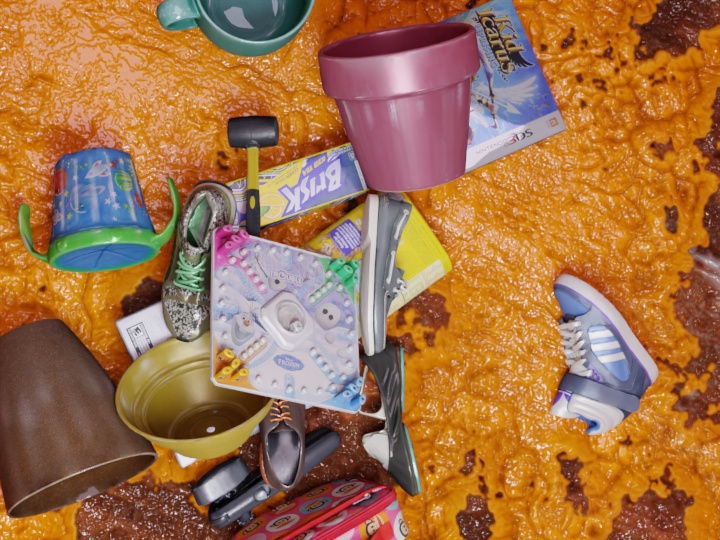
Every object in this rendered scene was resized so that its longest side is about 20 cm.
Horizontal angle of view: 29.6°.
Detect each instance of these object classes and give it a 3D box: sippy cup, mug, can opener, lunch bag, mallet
[{"bbox_3d":[-0.321,-0.077,1.674,0.177,0.140,0.131,-1,76,-30],"label":"sippy cup"},{"bbox_3d":[-0.155,-0.352,1.727,0.185,0.114,0.152,15,84,-9],"label":"mug"},{"bbox_3d":[-0.111,0.258,1.720,0.200,0.063,0.079,-27,115,-14],"label":"can opener"},{"bbox_3d":[-0.045,0.329,1.656,0.200,0.176,0.082,-25,103,-27],"label":"lunch bag"},{"bbox_3d":[-0.123,-0.105,1.683,0.066,0.041,0.200,-9,64,-2],"label":"mallet"}]

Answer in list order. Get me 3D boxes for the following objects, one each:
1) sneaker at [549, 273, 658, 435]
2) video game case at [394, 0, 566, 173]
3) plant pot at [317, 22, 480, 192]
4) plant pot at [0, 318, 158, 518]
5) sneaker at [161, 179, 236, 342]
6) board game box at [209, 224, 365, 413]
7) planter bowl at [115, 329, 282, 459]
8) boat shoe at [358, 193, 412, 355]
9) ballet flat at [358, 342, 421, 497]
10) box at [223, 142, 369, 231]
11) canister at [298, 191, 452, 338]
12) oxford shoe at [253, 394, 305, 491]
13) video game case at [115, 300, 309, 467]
[{"bbox_3d":[0.289,0.121,1.800,0.146,0.081,0.200,-44,101,-15],"label":"sneaker"},{"bbox_3d":[0.153,-0.243,1.816,0.181,0.045,0.200,-24,91,-12],"label":"video game case"},{"bbox_3d":[0.057,-0.201,1.697,0.199,0.200,0.179,-13,110,-12],"label":"plant pot"},{"bbox_3d":[-0.365,0.167,1.634,0.187,0.187,0.200,-21,76,-12],"label":"plant pot"},{"bbox_3d":[-0.204,-0.013,1.640,0.077,0.089,0.201,9,90,6],"label":"sneaker"},{"bbox_3d":[-0.082,0.055,1.602,0.200,0.026,0.200,15,58,-30],"label":"board game box"},{"bbox_3d":[-0.184,0.163,1.620,0.200,0.200,0.084,-17,127,-12],"label":"planter bowl"},{"bbox_3d":[0.033,0.005,1.678,0.062,0.073,0.201,4,79,-10],"label":"boat shoe"},{"bbox_3d":[0.033,0.194,1.758,0.068,0.068,0.201,-7,77,-2],"label":"ballet flat"},{"bbox_3d":[-0.094,-0.100,1.748,0.200,0.064,0.070,-19,90,-12],"label":"box"},{"bbox_3d":[0.000,0.000,1.750,0.200,0.087,0.149,-36,94,-13],"label":"canister"},{"bbox_3d":[-0.095,0.169,1.664,0.071,0.073,0.201,-8,88,-11],"label":"oxford shoe"},{"bbox_3d":[-0.185,0.118,1.717,0.181,0.045,0.200,-24,91,-10],"label":"video game case"}]
